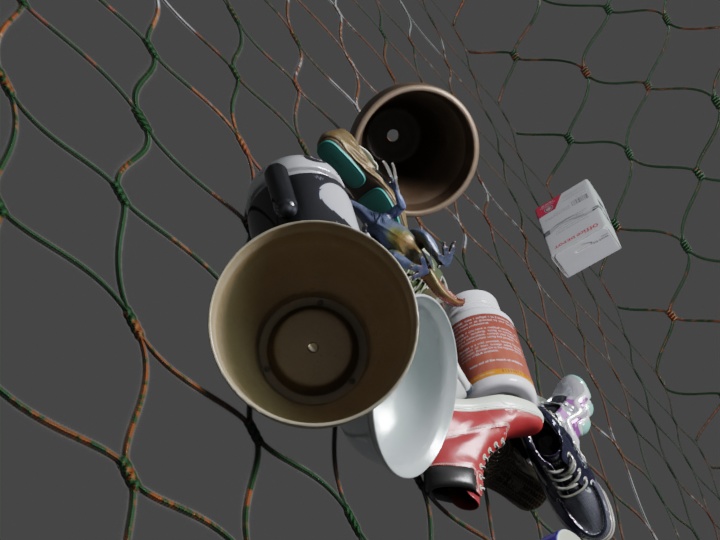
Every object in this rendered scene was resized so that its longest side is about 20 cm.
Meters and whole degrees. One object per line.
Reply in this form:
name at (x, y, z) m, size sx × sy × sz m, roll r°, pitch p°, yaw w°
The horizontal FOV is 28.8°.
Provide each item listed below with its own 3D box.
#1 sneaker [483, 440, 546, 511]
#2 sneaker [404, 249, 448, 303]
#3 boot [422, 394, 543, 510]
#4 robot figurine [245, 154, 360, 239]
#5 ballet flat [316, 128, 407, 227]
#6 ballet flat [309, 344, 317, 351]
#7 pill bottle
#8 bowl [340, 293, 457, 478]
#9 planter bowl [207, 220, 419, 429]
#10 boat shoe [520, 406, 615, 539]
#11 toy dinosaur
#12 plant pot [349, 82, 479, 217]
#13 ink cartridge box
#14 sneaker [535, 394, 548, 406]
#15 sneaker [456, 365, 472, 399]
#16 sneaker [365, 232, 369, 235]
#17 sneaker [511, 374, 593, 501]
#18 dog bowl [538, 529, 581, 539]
sneaker at (0.177, 0.253, 1.881) m, size 0.200 × 0.070 × 0.076 m, roll 49°, pitch 0°, yaw -37°
sneaker at (0.078, 0.009, 1.990) m, size 0.090 × 0.067 × 0.200 m, roll 57°, pitch 14°, yaw 13°
boot at (0.153, 0.229, 1.722) m, size 0.199 × 0.072 × 0.145 m, roll 2°, pitch 51°, yaw -29°
robot figurine at (-0.060, -0.040, 1.588) m, size 0.124 × 0.151 × 0.200 m, roll 3°, pitch 47°, yaw -23°
ballet flat at (0.014, -0.127, 2.044) m, size 0.200 × 0.068 × 0.072 m, roll 50°, pitch 40°, yaw -9°
ballet flat at (-0.041, 0.087, 1.557) m, size 0.200 × 0.046 × 0.068 m, roll 28°, pitch 33°, yaw -59°
pill bottle at (0.176, 0.125, 1.988) m, size 0.112 × 0.112 × 0.200 m, roll 44°, pitch 22°, yaw -37°
bowl at (0.025, 0.123, 1.542) m, size 0.201 × 0.090 × 0.202 m, roll -11°, pitch 103°, yaw -58°
planter bowl at (-0.045, 0.066, 1.382) m, size 0.201 × 0.200 × 0.135 m, roll 62°, pitch -9°, yaw 13°
boat shoe at (0.264, 0.269, 1.831) m, size 0.200 × 0.075 × 0.093 m, roll 58°, pitch 4°, yaw 14°
toy dinosaur at (0.030, -0.037, 1.872) m, size 0.181 × 0.105 × 0.201 m, roll 26°, pitch -37°, yaw 44°
plant pot at (0.067, -0.195, 2.164) m, size 0.200 × 0.200 × 0.175 m, roll 53°, pitch -1°, yaw -17°
ink cartridge box at (0.498, -0.096, 3.218) m, size 0.083 × 0.145 × 0.200 m, roll 50°, pitch 18°, yaw -32°
sneaker at (0.238, 0.215, 2.115) m, size 0.200 × 0.075 × 0.100 m, roll 51°, pitch 37°, yaw -23°
sneaker at (0.081, 0.087, 1.829) m, size 0.201 × 0.071 × 0.073 m, roll 66°, pitch -22°, yaw 3°
sneaker at (0.000, 0.000, 1.724) m, size 0.115 × 0.075 × 0.200 m, roll 61°, pitch -8°, yaw 27°
sneaker at (0.262, 0.220, 2.032) m, size 0.140 × 0.078 × 0.201 m, roll 36°, pitch 57°, yaw -33°
dog bowl at (0.269, 0.433, 1.772) m, size 0.200 × 0.079 × 0.200 m, roll 51°, pitch 19°, yaw -24°
